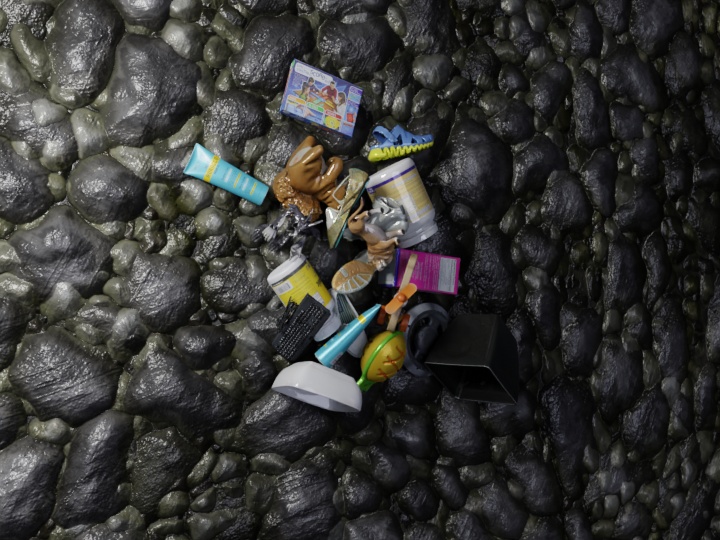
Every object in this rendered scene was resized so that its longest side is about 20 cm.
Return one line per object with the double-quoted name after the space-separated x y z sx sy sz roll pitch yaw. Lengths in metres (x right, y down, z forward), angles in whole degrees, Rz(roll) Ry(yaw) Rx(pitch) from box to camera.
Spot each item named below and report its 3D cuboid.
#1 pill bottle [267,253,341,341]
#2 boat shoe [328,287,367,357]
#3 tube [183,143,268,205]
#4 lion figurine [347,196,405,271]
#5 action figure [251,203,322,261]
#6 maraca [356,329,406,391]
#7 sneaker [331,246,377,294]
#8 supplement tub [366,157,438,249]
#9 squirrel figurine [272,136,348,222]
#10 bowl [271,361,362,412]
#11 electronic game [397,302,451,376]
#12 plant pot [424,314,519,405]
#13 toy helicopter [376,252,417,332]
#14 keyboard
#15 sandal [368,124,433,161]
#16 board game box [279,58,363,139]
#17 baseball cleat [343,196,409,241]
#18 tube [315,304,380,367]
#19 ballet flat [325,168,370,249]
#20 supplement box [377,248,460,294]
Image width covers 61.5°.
-0.134 0.070 1.497 0.111 0.111 0.202 -37 104 -19 "pill bottle"
-0.033 0.140 1.564 0.073 0.067 0.202 -34 102 -20 "boat shoe"
-0.319 -0.225 1.459 0.197 0.050 0.079 26 72 -16 "tube"
0.025 -0.089 1.458 0.200 0.121 0.073 47 45 -27 "lion figurine"
-0.172 -0.085 1.430 0.119 0.198 0.103 42 58 -25 "action figure"
0.048 0.237 1.557 0.136 0.107 0.202 0 125 -56 "maraca"
0.000 0.000 1.565 0.199 0.087 0.076 -38 92 -26 "sneaker"
0.110 -0.175 1.588 0.144 0.145 0.203 -29 100 -21 "supplement tub"
-0.111 -0.200 1.517 0.200 0.141 0.187 -46 117 -3 "squirrel figurine"
-0.099 0.280 1.468 0.197 0.199 0.076 26 69 -20 "bowl"
0.181 0.190 1.669 0.196 0.041 0.205 -1 93 -31 "electronic game"
0.320 0.230 1.639 0.200 0.197 0.180 48 52 -35 "plant pot"
0.102 0.052 1.494 0.077 0.132 0.204 18 84 6 "toy helicopter"
-0.160 0.140 1.454 0.103 0.201 0.040 36 32 -2 "keyboard"
0.109 -0.352 1.629 0.196 0.079 0.089 -12 90 -25 "sandal"
-0.099 -0.439 1.559 0.197 0.034 0.138 17 82 -23 "board game box"
0.032 -0.133 1.534 0.070 0.196 0.109 -40 118 -53 "baseball cleat"
-0.024 0.155 1.491 0.200 0.077 0.051 -44 98 -5 "tube"
-0.046 -0.153 1.461 0.070 0.071 0.203 25 96 -21 "ballet flat"
0.158 0.005 1.631 0.196 0.101 0.106 9 85 -24 "supplement box"
